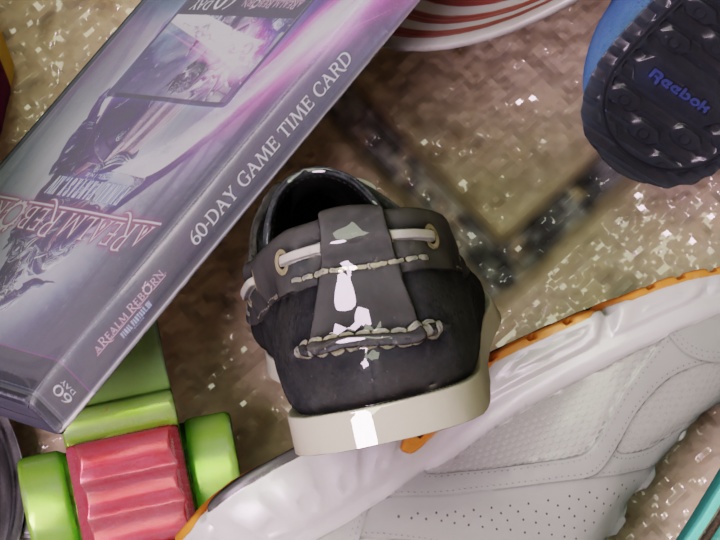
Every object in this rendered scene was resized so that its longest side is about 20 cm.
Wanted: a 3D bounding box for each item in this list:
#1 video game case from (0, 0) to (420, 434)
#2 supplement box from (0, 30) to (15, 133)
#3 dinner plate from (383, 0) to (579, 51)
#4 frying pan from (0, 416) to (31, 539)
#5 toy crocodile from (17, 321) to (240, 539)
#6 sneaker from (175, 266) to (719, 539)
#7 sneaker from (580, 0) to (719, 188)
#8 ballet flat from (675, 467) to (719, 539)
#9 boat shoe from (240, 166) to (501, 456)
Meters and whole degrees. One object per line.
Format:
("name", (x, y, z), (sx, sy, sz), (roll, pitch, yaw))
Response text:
("video game case", (-0.062, -0.040, 0.888), (0.200, 0.019, 0.143), (-50, 26, -16))
("supplement box", (-0.180, -0.053, 0.875), (0.103, 0.131, 0.200), (-10, 35, 9))
("dinner plate", (0.065, -0.146, 0.916), (0.200, 0.024, 0.201), (-27, 42, 28))
("frying pan", (-0.126, 0.063, 0.923), (0.189, 0.031, 0.115), (-17, 71, -8))
("toy crocodile", (-0.063, 0.101, 0.867), (0.067, 0.062, 0.201), (-7, 79, -3))
("sneaker", (0.050, 0.069, 0.855), (0.199, 0.076, 0.092), (-25, 87, -14))
("sneaker", (0.138, -0.110, 0.861), (0.066, 0.079, 0.200), (38, 124, -12))
("ballet flat", (0.096, 0.118, 0.840), (0.070, 0.067, 0.200), (38, 85, 8))
("boat shoe", (0.000, 0.000, 0.833), (0.072, 0.200, 0.068), (-17, 98, -1))
